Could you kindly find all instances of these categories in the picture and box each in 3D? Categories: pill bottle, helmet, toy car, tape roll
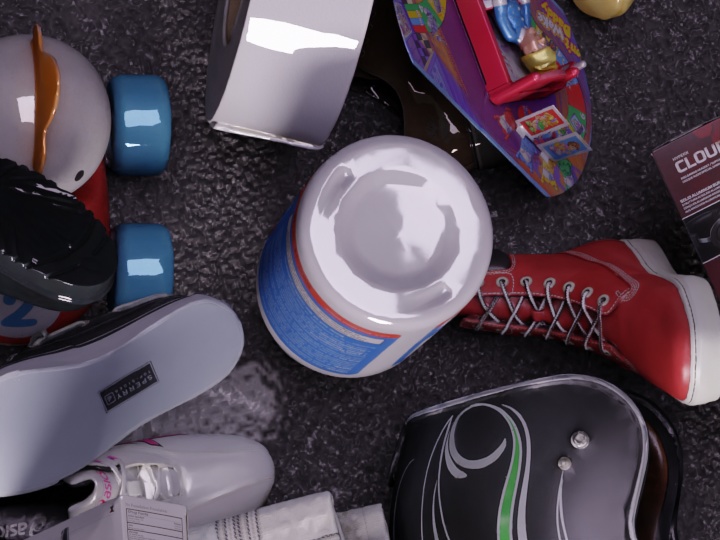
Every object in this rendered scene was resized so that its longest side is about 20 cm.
[{"bbox_3d":[0.000,0.000,1.568,0.112,0.200,0.113,3,76,-12],"label":"pill bottle"},{"bbox_3d":[0.117,0.163,1.561,0.199,0.200,0.191,-8,81,-14],"label":"helmet"},{"bbox_3d":[-0.191,-0.059,1.540,0.184,0.200,0.178,1,77,-12],"label":"toy car"},{"bbox_3d":[-0.037,-0.176,1.602,0.071,0.202,0.203,11,75,-10],"label":"tape roll"}]

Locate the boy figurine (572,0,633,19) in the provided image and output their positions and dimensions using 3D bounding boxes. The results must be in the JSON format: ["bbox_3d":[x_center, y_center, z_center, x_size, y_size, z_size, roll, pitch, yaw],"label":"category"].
[{"bbox_3d":[0.149,-0.257,1.734,0.124,0.064,0.201,-12,80,-15],"label":"boy figurine"}]

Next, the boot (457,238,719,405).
[{"bbox_3d":[0.125,0.031,1.599,0.144,0.200,0.073,-1,106,-12],"label":"boot"}]

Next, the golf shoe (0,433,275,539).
[{"bbox_3d":[-0.139,0.136,1.562,0.199,0.092,0.073,-14,80,-17],"label":"golf shoe"}]

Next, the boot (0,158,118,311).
[{"bbox_3d":[-0.236,0.010,1.484,0.198,0.163,0.073,30,35,10],"label":"boot"}]

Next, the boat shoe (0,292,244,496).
[{"bbox_3d":[-0.164,0.063,1.538,0.199,0.068,0.074,-31,114,-23],"label":"boat shoe"}]

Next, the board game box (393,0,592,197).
[{"bbox_3d":[0.095,-0.147,1.646,0.200,0.039,0.158,43,40,-32],"label":"board game box"}]

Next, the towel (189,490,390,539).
[{"bbox_3d":[-0.061,0.223,1.492,0.199,0.035,0.193,-12,59,-3],"label":"towel"}]

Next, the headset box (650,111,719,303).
[{"bbox_3d":[0.251,0.000,1.629,0.077,0.149,0.201,-25,69,11],"label":"headset box"}]

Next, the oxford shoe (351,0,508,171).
[{"bbox_3d":[0.025,-0.150,1.679,0.084,0.073,0.201,-15,73,1],"label":"oxford shoe"}]

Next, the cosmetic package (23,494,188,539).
[{"bbox_3d":[-0.172,0.190,1.482,0.051,0.200,0.083,17,59,-39],"label":"cosmetic package"}]
